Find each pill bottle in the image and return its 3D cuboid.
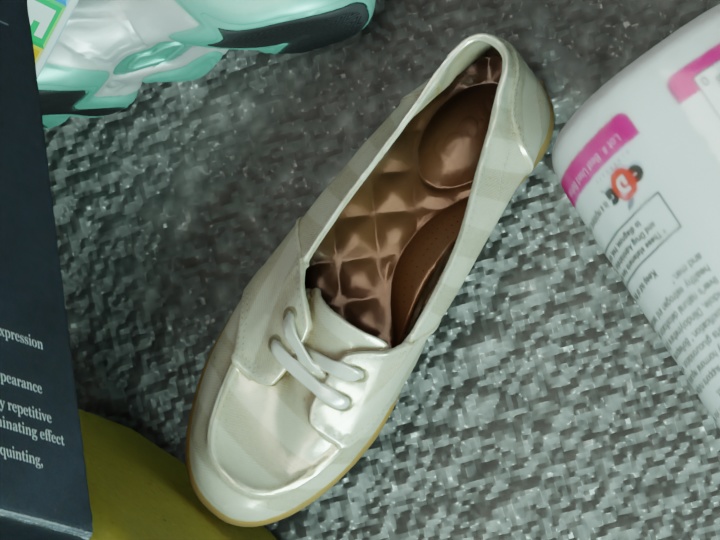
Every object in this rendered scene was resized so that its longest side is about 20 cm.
[{"bbox_3d":[0.161,0.013,0.829,0.113,0.113,0.200,-35,77,12],"label":"pill bottle"}]

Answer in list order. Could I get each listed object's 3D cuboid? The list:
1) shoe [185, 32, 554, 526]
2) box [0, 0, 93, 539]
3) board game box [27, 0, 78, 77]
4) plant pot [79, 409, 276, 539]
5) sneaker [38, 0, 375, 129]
[{"bbox_3d":[0.000,0.000,0.886,0.070,0.053,0.200,31,80,11],"label":"shoe"},{"bbox_3d":[-0.178,-0.007,0.768,0.107,0.148,0.200,-22,64,28],"label":"box"},{"bbox_3d":[-0.174,-0.132,0.928,0.200,0.034,0.135,33,97,42],"label":"board game box"},{"bbox_3d":[-0.110,0.154,0.871,0.195,0.194,0.200,-34,66,13],"label":"plant pot"},{"bbox_3d":[-0.098,-0.136,0.945,0.200,0.078,0.140,-13,80,12],"label":"sneaker"}]
